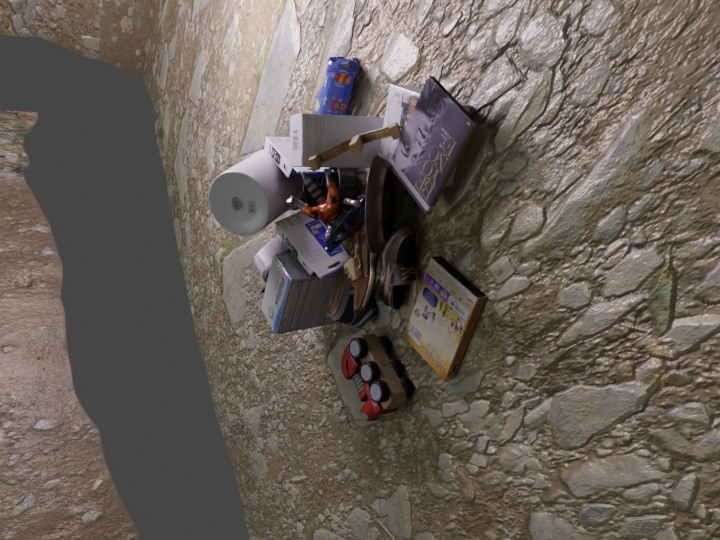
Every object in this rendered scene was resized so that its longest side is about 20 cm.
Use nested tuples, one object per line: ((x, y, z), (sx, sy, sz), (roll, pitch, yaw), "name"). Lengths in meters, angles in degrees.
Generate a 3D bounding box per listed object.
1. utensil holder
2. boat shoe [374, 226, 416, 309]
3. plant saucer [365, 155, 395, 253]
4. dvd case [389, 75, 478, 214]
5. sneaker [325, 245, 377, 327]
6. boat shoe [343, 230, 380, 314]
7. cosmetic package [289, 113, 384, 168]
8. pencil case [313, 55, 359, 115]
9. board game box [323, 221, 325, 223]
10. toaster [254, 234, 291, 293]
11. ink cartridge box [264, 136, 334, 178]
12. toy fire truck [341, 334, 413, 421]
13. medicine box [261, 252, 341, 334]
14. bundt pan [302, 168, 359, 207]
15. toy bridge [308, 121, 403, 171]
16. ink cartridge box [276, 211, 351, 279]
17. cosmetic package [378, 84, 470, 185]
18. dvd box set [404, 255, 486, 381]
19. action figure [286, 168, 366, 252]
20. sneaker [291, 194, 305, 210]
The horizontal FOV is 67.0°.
((-0.255, -0.192, 1.335), (0.169, 0.200, 0.171), (7, 116, 15), "utensil holder")
((0.088, -0.001, 1.147), (0.073, 0.074, 0.201), (44, 141, 33), "boat shoe")
((0.045, -0.135, 1.121), (0.032, 0.200, 0.201), (3, 101, 13), "plant saucer")
((0.125, -0.226, 0.994), (0.149, 0.016, 0.200), (58, 142, 32), "dvd case")
((0.002, 0.038, 1.298), (0.070, 0.108, 0.201), (5, 70, 60), "sneaker")
((0.000, 0.000, 1.207), (0.076, 0.073, 0.201), (96, -176, -64), "boat shoe")
((-0.048, -0.278, 1.181), (0.081, 0.199, 0.114), (21, 111, 61), "cosmetic package")
((-0.065, -0.414, 1.303), (0.087, 0.078, 0.201), (65, 145, 39), "pencil case")
((-0.128, -0.087, 1.512), (0.095, 0.030, 0.201), (9, 105, 57), "board game box")
((-0.200, -0.021, 1.453), (0.114, 0.200, 0.129), (54, 173, -35), "toaster")
((-0.149, -0.264, 1.303), (0.200, 0.099, 0.039), (50, 135, 44), "ink cartridge box")
((0.021, 0.270, 1.268), (0.200, 0.128, 0.176), (-54, 50, 34), "toy fire truck")
((-0.128, 0.048, 1.369), (0.103, 0.199, 0.183), (53, 137, 37), "medicine box")
((-0.069, -0.225, 1.344), (0.202, 0.075, 0.203), (14, 106, 56), "bundt pan")
((-0.007, -0.252, 1.091), (0.067, 0.199, 0.027), (-74, -37, -60), "toy bridge")
((-0.108, -0.058, 1.287), (0.200, 0.099, 0.039), (51, 152, 28), "ink cartridge box")
((0.117, -0.267, 1.062), (0.200, 0.051, 0.152), (40, 130, 48), "cosmetic package")
((0.161, 0.094, 1.069), (0.146, 0.029, 0.201), (46, 132, 44), "dvd box set")
((-0.045, -0.154, 1.229), (0.200, 0.193, 0.105), (-44, 42, 0), "action figure")
((-0.160, -0.250, 1.495), (0.200, 0.078, 0.089), (-52, 27, 31), "sneaker")
